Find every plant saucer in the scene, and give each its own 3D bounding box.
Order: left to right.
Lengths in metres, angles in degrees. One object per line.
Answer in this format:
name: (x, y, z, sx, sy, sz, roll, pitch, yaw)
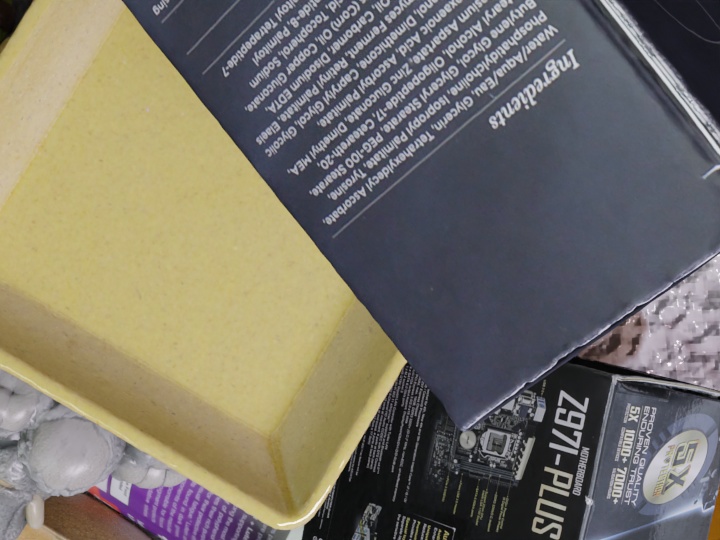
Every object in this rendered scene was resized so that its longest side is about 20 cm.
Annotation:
plant saucer: (-0.149, 0.174, 0.873, 0.200, 0.035, 0.200, 29, 154, 15)
plant saucer: (-0.060, -0.029, 0.615, 0.200, 0.048, 0.200, 32, 87, -6)

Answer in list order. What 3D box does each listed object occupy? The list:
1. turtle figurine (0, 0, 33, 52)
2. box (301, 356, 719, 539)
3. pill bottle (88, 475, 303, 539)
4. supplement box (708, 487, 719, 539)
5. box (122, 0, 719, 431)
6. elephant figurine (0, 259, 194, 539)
turtle figurine: (-0.159, -0.080, 0.707, 0.161, 0.064, 0.200, -25, 56, 39)
box: (0.055, 0.131, 0.659, 0.164, 0.086, 0.200, 10, 88, 49)
pill bottle: (-0.048, 0.116, 0.811, 0.200, 0.111, 0.112, 29, 115, 15)
supplement box: (0.172, 0.240, 0.732, 0.197, 0.133, 0.200, 43, 118, 8)
box: (0.048, -0.089, 0.489, 0.124, 0.200, 0.197, -41, 87, 31)
elephant figurine: (-0.144, 0.055, 0.722, 0.200, 0.155, 0.142, 134, 119, -65)
